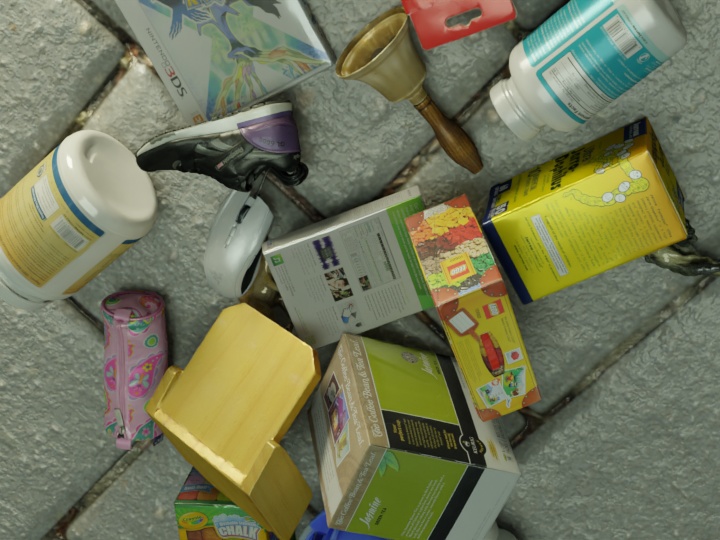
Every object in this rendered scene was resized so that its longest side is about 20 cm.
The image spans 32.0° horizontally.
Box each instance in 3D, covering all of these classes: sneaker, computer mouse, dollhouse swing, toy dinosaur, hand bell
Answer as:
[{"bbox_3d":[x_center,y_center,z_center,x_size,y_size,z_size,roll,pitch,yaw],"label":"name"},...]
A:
[{"bbox_3d":[-0.163,-0.126,1.430,0.197,0.076,0.089,-14,92,18],"label":"sneaker"},{"bbox_3d":[-0.139,-0.054,1.490,0.109,0.044,0.202,27,111,16],"label":"computer mouse"},{"bbox_3d":[-0.125,0.177,1.522,0.199,0.176,0.183,29,158,36],"label":"dollhouse swing"},{"bbox_3d":[-0.119,0.040,1.561,0.100,0.058,0.203,23,111,17],"label":"toy dinosaur"},{"bbox_3d":[0.074,-0.182,1.394,0.103,0.105,0.200,-33,117,24],"label":"hand bell"},{"bbox_3d":[0.373,-0.013,1.409,0.197,0.048,0.088,20,160,1],"label":"toy dinosaur"}]

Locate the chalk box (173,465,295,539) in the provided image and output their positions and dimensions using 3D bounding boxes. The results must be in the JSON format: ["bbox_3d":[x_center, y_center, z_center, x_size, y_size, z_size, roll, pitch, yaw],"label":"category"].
[{"bbox_3d":[-0.166,0.319,1.657,0.123,0.124,0.203,-1,116,12],"label":"chalk box"}]

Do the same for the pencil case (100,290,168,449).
[{"bbox_3d":[-0.290,0.127,1.614,0.086,0.088,0.203,9,116,8],"label":"pencil case"}]

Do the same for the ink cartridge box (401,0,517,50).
[{"bbox_3d":[0.084,-0.347,1.308,0.115,0.067,0.202,-15,111,20],"label":"ink cartridge box"}]

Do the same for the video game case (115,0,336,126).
[{"bbox_3d":[-0.153,-0.273,1.423,0.198,0.022,0.184,-23,109,22],"label":"video game case"}]

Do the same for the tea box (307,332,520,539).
[{"bbox_3d":[0.056,0.200,1.476,0.194,0.201,0.135,15,121,-19],"label":"tea box"}]

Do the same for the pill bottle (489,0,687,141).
[{"bbox_3d":[0.232,-0.222,1.312,0.199,0.111,0.111,-36,104,25],"label":"pill bottle"}]

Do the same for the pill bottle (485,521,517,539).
[{"bbox_3d":[0.174,0.408,1.632,0.109,0.111,0.202,-21,109,21],"label":"pill bottle"}]

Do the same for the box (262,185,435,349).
[{"bbox_3d":[0.000,0.000,1.482,0.197,0.036,0.146,-19,116,5],"label":"box"}]

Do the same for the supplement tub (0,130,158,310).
[{"bbox_3d":[-0.354,-0.056,1.504,0.199,0.145,0.145,-35,104,25],"label":"supplement tub"}]

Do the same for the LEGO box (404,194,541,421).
[{"bbox_3d":[0.126,0.043,1.402,0.076,0.150,0.201,-21,133,3],"label":"LEGO box"}]

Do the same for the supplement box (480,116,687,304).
[{"bbox_3d":[0.247,-0.066,1.386,0.198,0.109,0.110,-24,109,21],"label":"supplement box"}]

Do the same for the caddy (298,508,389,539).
[{"bbox_3d":[-0.032,0.368,1.642,0.104,0.142,0.202,23,118,-3],"label":"caddy"}]
